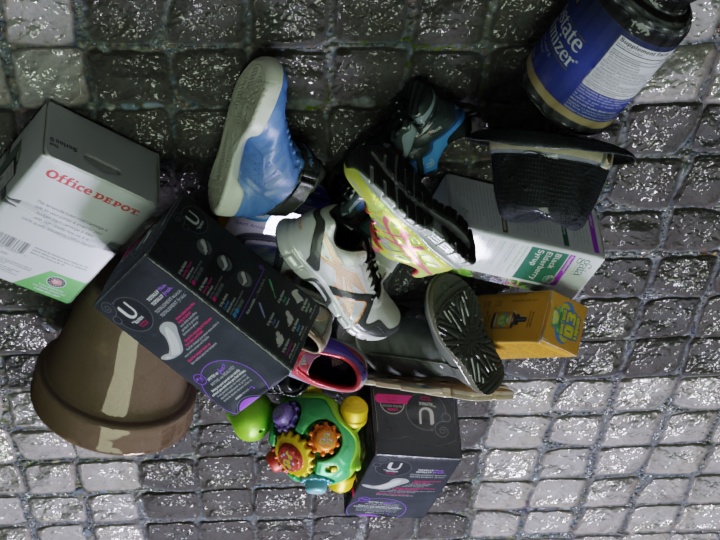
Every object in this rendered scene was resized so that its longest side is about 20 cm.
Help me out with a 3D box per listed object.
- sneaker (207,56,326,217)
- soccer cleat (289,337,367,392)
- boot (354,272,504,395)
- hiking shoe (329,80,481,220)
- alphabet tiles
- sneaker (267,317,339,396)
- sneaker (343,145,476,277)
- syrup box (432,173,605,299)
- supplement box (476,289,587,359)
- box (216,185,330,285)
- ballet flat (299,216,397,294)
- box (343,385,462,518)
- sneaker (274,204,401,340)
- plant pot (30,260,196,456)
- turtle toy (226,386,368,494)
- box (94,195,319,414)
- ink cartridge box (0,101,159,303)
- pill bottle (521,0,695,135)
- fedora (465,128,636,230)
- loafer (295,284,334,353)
[{"bbox_3d":[-0.084,-0.137,1.542,0.110,0.077,0.201,3,130,-24],"label":"sneaker"},{"bbox_3d":[-0.084,0.094,1.723,0.198,0.073,0.069,20,98,-7],"label":"soccer cleat"},{"bbox_3d":[0.066,0.069,1.749,0.072,0.199,0.183,-37,121,-25],"label":"boot"},{"bbox_3d":[0.041,-0.113,1.580,0.086,0.075,0.200,22,133,-27],"label":"hiking shoe"},{"bbox_3d":[0.089,0.146,1.832,0.198,0.015,0.195,5,-179,38],"label":"alphabet tiles"},{"bbox_3d":[-0.107,0.123,1.830,0.076,0.092,0.199,28,131,-36],"label":"sneaker"},{"bbox_3d":[0.037,-0.051,1.545,0.090,0.079,0.200,-24,130,29],"label":"sneaker"},{"bbox_3d":[0.175,-0.038,1.677,0.198,0.082,0.079,13,138,-18],"label":"syrup box"},{"bbox_3d":[0.178,0.067,1.743,0.068,0.067,0.199,24,164,-29],"label":"supplement box"},{"bbox_3d":[-0.111,-0.032,1.686,0.118,0.042,0.201,13,139,-19],"label":"box"},{"bbox_3d":[0.000,0.000,1.711,0.067,0.071,0.200,28,130,-31],"label":"ballet flat"},{"bbox_3d":[0.051,0.245,1.956,0.121,0.107,0.201,4,148,-12],"label":"box"},{"bbox_3d":[-0.008,0.005,1.614,0.079,0.074,0.200,-25,130,25],"label":"sneaker"},{"bbox_3d":[-0.278,0.091,1.718,0.198,0.201,0.176,9,122,-16],"label":"plant pot"},{"bbox_3d":[-0.083,0.214,1.902,0.199,0.101,0.147,27,125,26],"label":"turtle toy"},{"bbox_3d":[-0.164,0.039,1.571,0.200,0.107,0.122,40,133,-15],"label":"box"},{"bbox_3d":[-0.328,-0.070,1.584,0.145,0.085,0.200,25,131,-32],"label":"ink cartridge box"},{"bbox_3d":[0.253,-0.237,1.428,0.111,0.113,0.200,16,135,-23],"label":"pill bottle"},{"bbox_3d":[0.195,-0.092,1.532,0.198,0.093,0.201,8,-179,0],"label":"fedora"},{"bbox_3d":[-0.125,0.040,1.678,0.198,0.063,0.072,18,140,-10],"label":"loafer"}]
